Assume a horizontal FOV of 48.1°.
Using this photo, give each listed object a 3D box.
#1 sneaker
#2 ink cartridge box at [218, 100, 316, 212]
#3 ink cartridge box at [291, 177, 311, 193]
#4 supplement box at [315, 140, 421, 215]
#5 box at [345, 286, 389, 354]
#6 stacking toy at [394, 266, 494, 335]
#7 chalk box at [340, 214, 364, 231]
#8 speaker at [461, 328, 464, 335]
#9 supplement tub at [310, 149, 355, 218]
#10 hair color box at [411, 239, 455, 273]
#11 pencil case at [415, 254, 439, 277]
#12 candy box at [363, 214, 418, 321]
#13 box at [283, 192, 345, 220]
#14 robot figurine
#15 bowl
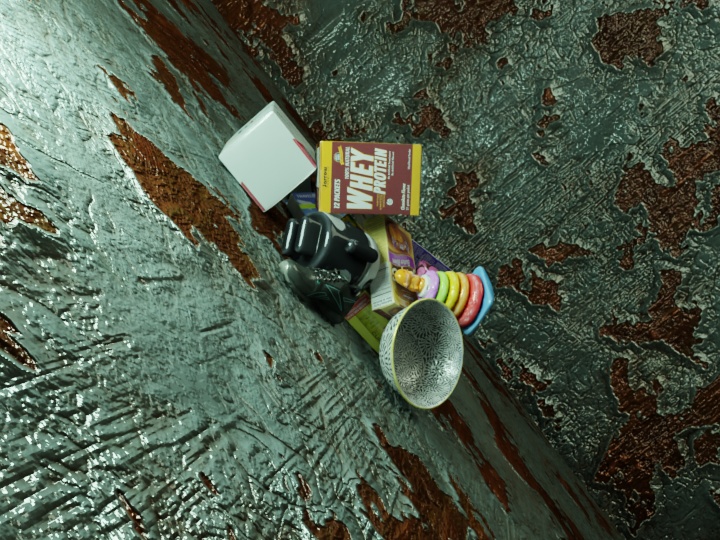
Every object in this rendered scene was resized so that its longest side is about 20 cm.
[{"bbox_3d":[-0.070,0.021,1.418,0.200,0.079,0.076,40,14,-51],"label":"sneaker"},{"bbox_3d":[-0.187,-0.239,1.659,0.146,0.144,0.200,49,8,-16],"label":"ink cartridge box"},{"bbox_3d":[-0.188,-0.282,2.071,0.201,0.083,0.145,56,10,30],"label":"ink cartridge box"},{"bbox_3d":[0.010,-0.184,1.604,0.200,0.193,0.136,-123,-146,-81],"label":"supplement box"},{"bbox_3d":[0.039,0.115,1.643,0.200,0.075,0.050,49,10,-26],"label":"box"},{"bbox_3d":[0.152,0.040,1.581,0.197,0.110,0.117,17,37,-22],"label":"stacking toy"},{"bbox_3d":[0.000,0.000,1.742,0.200,0.123,0.125,42,11,-48],"label":"chalk box"},{"bbox_3d":[0.159,0.168,1.717,0.082,0.080,0.201,55,-29,28],"label":"speaker"},{"bbox_3d":[-0.070,-0.198,1.990,0.107,0.105,0.204,-111,-165,-66],"label":"supplement tub"},{"bbox_3d":[0.129,-0.019,1.871,0.199,0.065,0.109,39,-6,-4],"label":"hair color box"},{"bbox_3d":[0.094,0.071,1.709,0.090,0.201,0.094,40,12,9],"label":"pencil case"},{"bbox_3d":[0.065,0.001,1.621,0.116,0.056,0.203,33,46,-51],"label":"candy box"},{"bbox_3d":[-0.085,-0.114,1.845,0.120,0.048,0.201,-3,44,-32],"label":"box"},{"bbox_3d":[-0.053,-0.032,1.517,0.198,0.126,0.151,24,20,-39],"label":"robot figurine"},{"bbox_3d":[0.098,0.155,1.531,0.093,0.203,0.201,-2,-40,48],"label":"bowl"}]
